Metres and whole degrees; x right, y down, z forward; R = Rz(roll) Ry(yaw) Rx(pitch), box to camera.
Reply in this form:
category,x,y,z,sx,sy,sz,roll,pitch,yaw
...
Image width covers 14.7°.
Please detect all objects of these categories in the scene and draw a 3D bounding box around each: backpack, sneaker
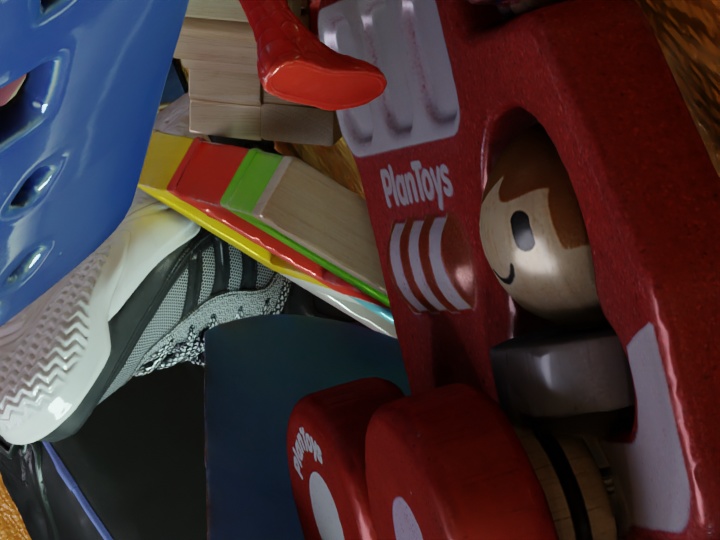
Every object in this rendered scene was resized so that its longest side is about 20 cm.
category,x,y,z,sx,sy,sz,roll,pitch,yaw
backpack,-0.053,0.120,1.215,0.183,0.147,0.200,48,162,28
sneaker,-0.054,0.019,0.968,0.114,0.075,0.200,49,-146,-15

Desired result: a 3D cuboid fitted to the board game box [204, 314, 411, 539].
category,x,y,z,sx,sy,sz,roll,pitch,yaw
board game box,0.016,0.096,0.766,0.158,0.039,0.200,26,-150,-21

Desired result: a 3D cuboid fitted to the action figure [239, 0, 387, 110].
category,x,y,z,sx,sy,sz,roll,pitch,yaw
action figure,-0.032,-0.127,0.659,0.065,0.052,0.200,-53,51,36

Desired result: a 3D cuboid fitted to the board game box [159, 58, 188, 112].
category,x,y,z,sx,sy,sz,roll,pitch,yaw
board game box,-0.127,-0.127,1.114,0.135,0.035,0.200,46,165,36

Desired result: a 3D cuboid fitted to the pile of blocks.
category,x,y,z,sx,sy,sz,roll,pitch,yaw
pile of blocks,-0.027,-0.096,0.784,0.062,0.082,0.200,6,163,13

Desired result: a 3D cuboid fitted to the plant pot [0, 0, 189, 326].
category,x,y,z,sx,sy,sz,roll,pitch,yaw
plant pot,-0.165,-0.060,0.609,0.200,0.180,0.200,35,147,10

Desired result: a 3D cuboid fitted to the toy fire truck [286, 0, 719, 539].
category,x,y,z,sx,sy,sz,roll,pitch,yaw
toy fire truck,0.040,-0.001,0.658,0.200,0.112,0.168,173,82,-76

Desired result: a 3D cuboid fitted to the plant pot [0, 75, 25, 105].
category,x,y,z,sx,sy,sz,roll,pitch,yaw
plant pot,-0.219,-0.104,1.033,0.179,0.200,0.200,40,168,-1

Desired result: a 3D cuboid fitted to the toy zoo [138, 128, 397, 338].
category,x,y,z,sx,sy,sz,roll,pitch,yaw
toy zoo,0.000,0.000,0.860,0.131,0.020,0.200,31,175,-18
